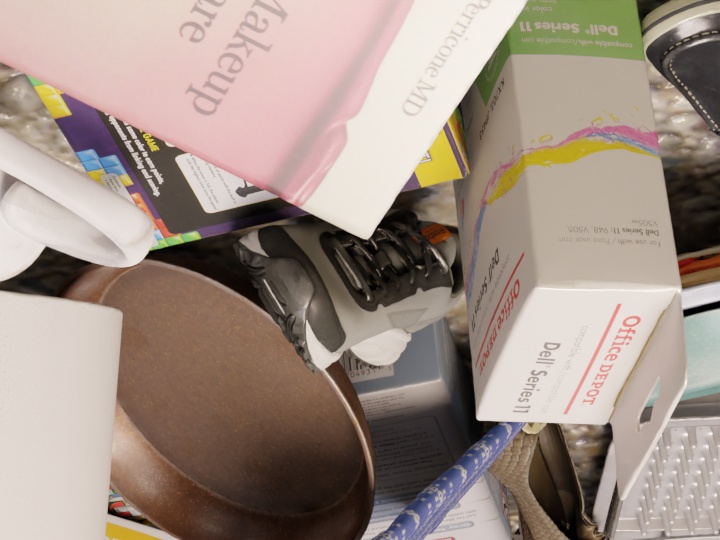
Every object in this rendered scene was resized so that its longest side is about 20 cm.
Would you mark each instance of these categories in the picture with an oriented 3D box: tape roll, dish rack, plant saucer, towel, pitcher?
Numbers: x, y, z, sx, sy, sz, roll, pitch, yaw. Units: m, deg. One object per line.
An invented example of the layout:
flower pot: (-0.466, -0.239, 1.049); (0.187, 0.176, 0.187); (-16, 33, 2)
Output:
tape roll: (-0.217, 0.080, 1.228); (0.202, 0.140, 0.203); (4, 175, 0)
dish rack: (0.217, 0.119, 1.508); (0.171, 0.044, 0.200); (-1, 147, -4)
plant saucer: (-0.073, 0.068, 1.320); (0.200, 0.035, 0.201); (20, 134, 22)
towel: (0.007, 0.142, 1.312); (0.024, 0.200, 0.145); (44, 136, 7)
plant saucer: (0.203, 0.037, 1.304); (0.199, 0.036, 0.200); (-12, 174, -1)
pitcher: (-0.189, -0.061, 1.090); (0.171, 0.122, 0.200); (9, 158, 26)

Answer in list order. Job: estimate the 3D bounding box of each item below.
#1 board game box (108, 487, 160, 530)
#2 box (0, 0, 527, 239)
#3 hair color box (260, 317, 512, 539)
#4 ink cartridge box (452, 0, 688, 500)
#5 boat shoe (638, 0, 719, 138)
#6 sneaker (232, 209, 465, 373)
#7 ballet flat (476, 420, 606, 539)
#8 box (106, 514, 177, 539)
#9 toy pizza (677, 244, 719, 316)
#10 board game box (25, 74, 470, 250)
board game box: (-0.090, 0.140, 1.518); (0.104, 0.024, 0.200); (-13, 146, 8)
box: (-0.051, -0.124, 0.967); (0.199, 0.109, 0.128); (26, 120, -14)
hair color box: (0.016, 0.093, 1.425); (0.099, 0.061, 0.200); (-11, 146, 9)
ink cartridge box: (0.089, -0.011, 1.146); (0.067, 0.201, 0.117); (2, 146, -11)
boat shoe: (0.203, -0.070, 1.199); (0.074, 0.062, 0.200); (-27, 140, 33)
sneaker: (0.000, 0.000, 1.235); (0.079, 0.074, 0.200); (-34, 170, 14)
ballet flat: (0.103, 0.112, 1.439); (0.046, 0.068, 0.200); (13, 144, 25)
box: (-0.162, 0.208, 1.499); (0.199, 0.113, 0.101); (19, 148, -19)
toy pizza: (0.164, 0.008, 1.282); (0.199, 0.032, 0.200); (-12, 174, -1)
board game box: (-0.055, -0.098, 1.127); (0.165, 0.057, 0.200); (-13, 146, 9)
